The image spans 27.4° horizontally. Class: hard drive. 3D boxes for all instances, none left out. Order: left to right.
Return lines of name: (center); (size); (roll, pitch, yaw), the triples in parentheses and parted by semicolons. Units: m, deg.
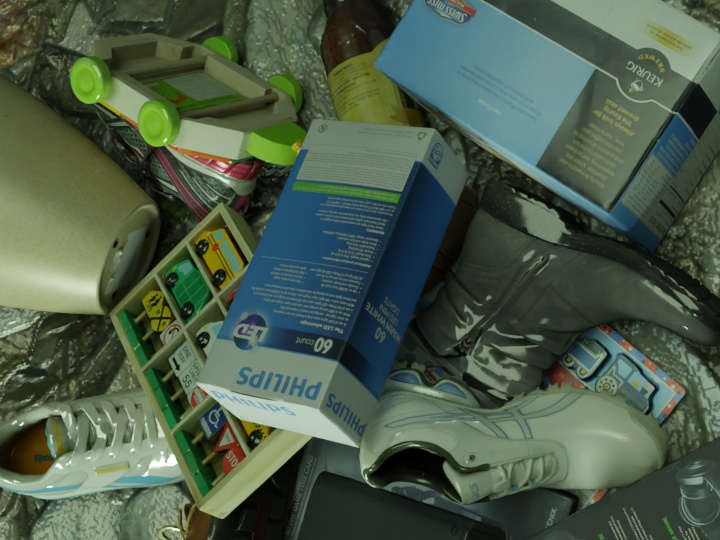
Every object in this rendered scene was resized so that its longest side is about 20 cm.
hard drive: (0.008, 0.210, 0.931); (0.199, 0.033, 0.141); (4, 76, 61)

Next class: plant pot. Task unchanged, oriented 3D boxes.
plant pot: (-0.260, -0.048, 1.131); (0.198, 0.187, 0.189); (23, 89, 12)

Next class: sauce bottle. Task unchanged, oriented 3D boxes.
sauce bottle: (0.007, -0.141, 1.078); (0.065, 0.066, 0.202); (-20, 74, 19)

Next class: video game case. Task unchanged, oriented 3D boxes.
video game case: (0.037, 0.186, 1.018); (0.199, 0.019, 0.144); (20, 96, 25)

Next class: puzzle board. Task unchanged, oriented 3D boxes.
puzzle board: (0.102, 0.078, 1.021); (0.200, 0.017, 0.151); (41, 97, 25)

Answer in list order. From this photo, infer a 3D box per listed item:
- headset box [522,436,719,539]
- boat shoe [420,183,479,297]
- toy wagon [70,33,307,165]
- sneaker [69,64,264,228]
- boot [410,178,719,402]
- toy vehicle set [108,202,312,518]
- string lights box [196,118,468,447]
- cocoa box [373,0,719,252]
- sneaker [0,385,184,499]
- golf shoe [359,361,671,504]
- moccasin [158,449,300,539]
headset box: (0.206, 0.165, 0.871); (0.199, 0.174, 0.093); (-30, 69, 15)
boat shoe: (0.000, 0.000, 1.049); (0.200, 0.072, 0.065); (-47, 46, 18)
toy wagon: (-0.108, -0.120, 1.079); (0.199, 0.155, 0.040); (33, 120, 25)
sneaker: (-0.160, -0.103, 1.140); (0.200, 0.080, 0.075); (37, 122, 32)
boot: (0.138, 0.037, 0.977); (0.199, 0.070, 0.133); (30, 100, 32)
toy vehicle set: (-0.097, 0.059, 1.040); (0.124, 0.026, 0.201); (-44, 48, 11)
string lights box: (-0.016, 0.003, 0.957); (0.102, 0.059, 0.201); (9, 66, 35)
cocoa box: (0.136, -0.126, 0.980); (0.199, 0.133, 0.132); (35, 95, 25)
sneaker: (-0.188, 0.127, 1.102); (0.198, 0.081, 0.077); (-19, 72, 15)
golf shoe: (0.094, 0.122, 0.939); (0.198, 0.097, 0.079); (4, 125, 18)
moccasin: (-0.096, 0.182, 1.046); (0.078, 0.073, 0.204); (-9, 69, 59)
